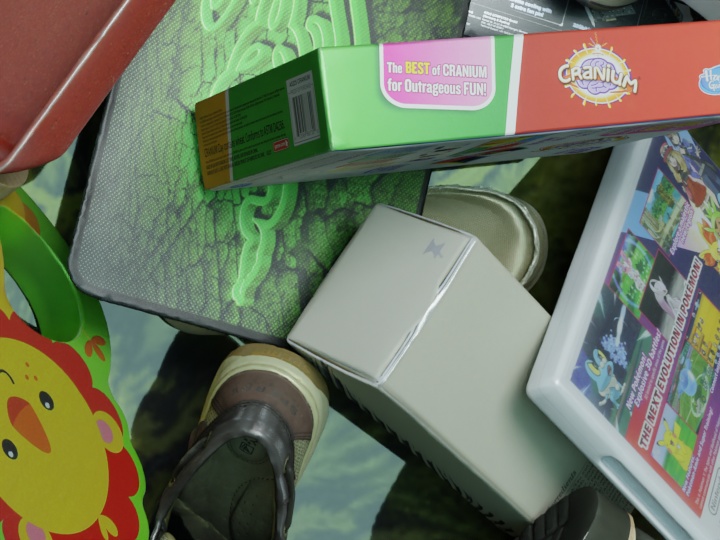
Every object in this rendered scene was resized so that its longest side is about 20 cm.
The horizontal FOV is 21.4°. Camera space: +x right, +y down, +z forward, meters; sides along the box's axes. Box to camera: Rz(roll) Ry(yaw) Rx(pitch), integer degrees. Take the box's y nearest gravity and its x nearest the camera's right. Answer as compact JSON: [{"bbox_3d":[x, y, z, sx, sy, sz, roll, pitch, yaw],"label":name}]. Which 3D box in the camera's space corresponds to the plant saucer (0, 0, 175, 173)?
[{"bbox_3d":[-0.137,-0.141,0.844,0.200,0.200,0.037,-55,132,-7],"label":"plant saucer"}]

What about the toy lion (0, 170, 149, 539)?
[{"bbox_3d":[-0.158,0.046,0.833,0.069,0.200,0.192,-31,110,22],"label":"toy lion"}]

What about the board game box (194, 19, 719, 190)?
[{"bbox_3d":[0.047,-0.070,0.819,0.199,0.153,0.041,-7,89,-24],"label":"board game box"}]

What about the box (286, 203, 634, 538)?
[{"bbox_3d":[0.060,0.059,0.884,0.082,0.068,0.200,-55,133,-12],"label":"box"}]

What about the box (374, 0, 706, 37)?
[{"bbox_3d":[0.090,-0.180,0.946,0.199,0.050,0.158,15,87,-12],"label":"box"}]

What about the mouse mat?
[{"bbox_3d":[-0.038,-0.067,0.870,0.160,0.008,0.201,15,80,-20],"label":"mouse mat"}]

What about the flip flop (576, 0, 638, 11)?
[{"bbox_3d":[0.171,-0.199,0.909,0.200,0.058,0.081,-33,98,-12],"label":"flip flop"}]

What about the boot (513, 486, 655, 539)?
[{"bbox_3d":[0.097,0.202,0.891,0.138,0.200,0.078,36,42,-11],"label":"boot"}]

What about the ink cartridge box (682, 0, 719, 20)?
[{"bbox_3d":[0.243,-0.153,0.850,0.200,0.125,0.129,30,73,-26],"label":"ink cartridge box"}]

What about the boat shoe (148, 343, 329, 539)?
[{"bbox_3d":[-0.068,0.125,0.864,0.073,0.065,0.201,20,123,9],"label":"boat shoe"}]

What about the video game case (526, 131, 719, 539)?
[{"bbox_3d":[0.165,0.043,0.906,0.182,0.023,0.200,46,45,-21],"label":"video game case"}]

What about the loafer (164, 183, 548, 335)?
[{"bbox_3d":[0.000,0.000,0.919,0.199,0.068,0.076,-8,92,-12],"label":"loafer"}]
